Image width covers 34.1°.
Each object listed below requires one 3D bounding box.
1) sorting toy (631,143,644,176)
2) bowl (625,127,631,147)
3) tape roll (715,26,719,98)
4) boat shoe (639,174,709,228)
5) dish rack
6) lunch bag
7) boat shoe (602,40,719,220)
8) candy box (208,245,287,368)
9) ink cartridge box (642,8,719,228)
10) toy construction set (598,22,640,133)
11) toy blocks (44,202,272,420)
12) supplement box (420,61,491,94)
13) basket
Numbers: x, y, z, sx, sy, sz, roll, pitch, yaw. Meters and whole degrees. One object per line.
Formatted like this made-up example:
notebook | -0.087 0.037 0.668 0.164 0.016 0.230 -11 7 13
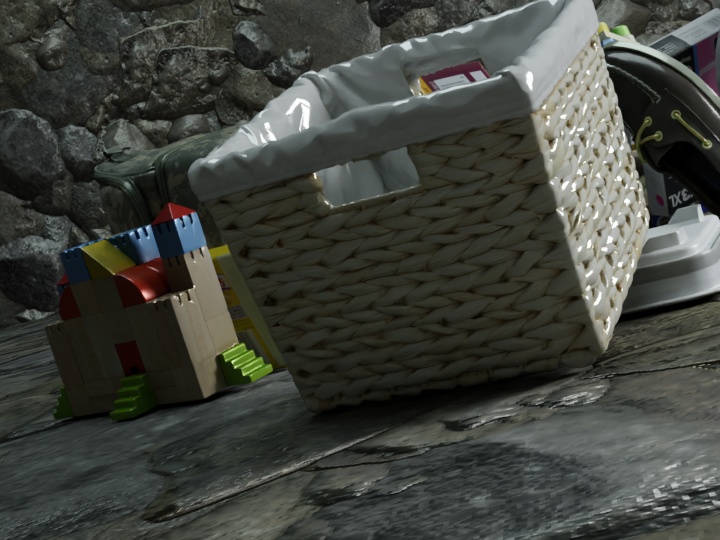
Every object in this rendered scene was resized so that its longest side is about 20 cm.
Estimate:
sorting toy | 0.248 -0.080 1.190 0.199 0.037 0.185 -13 -20 5
bowl | 0.175 -0.067 1.023 0.090 0.202 0.201 27 -8 -15
tape roll | 0.375 -0.150 0.955 0.200 0.201 0.066 -18 4 -38
boat shoe | 0.264 -0.051 1.122 0.200 0.063 0.073 -8 -21 0
dish rack | 0.173 -0.003 0.802 0.171 0.044 0.200 -13 5 23
lunch bag | -0.135 -0.018 1.015 0.167 0.201 0.139 -4 19 33
boat shoe | 0.250 -0.101 0.904 0.061 0.201 0.072 -42 -20 -19
candy box | -0.141 0.040 0.935 0.199 0.103 0.026 -11 23 39
ink cartridge box | 0.288 -0.116 1.014 0.094 0.201 0.037 -29 41 -11
toy construction set | 0.279 -0.173 1.100 0.199 0.093 0.131 4 -29 -17
toy blocks | -0.172 0.030 0.879 0.199 0.137 0.100 -12 9 39
supplement box | 0.093 -0.097 1.204 0.085 0.111 0.200 -16 -37 -24
basket | 0.047 -0.045 0.676 0.197 0.161 0.200 -13 20 26
